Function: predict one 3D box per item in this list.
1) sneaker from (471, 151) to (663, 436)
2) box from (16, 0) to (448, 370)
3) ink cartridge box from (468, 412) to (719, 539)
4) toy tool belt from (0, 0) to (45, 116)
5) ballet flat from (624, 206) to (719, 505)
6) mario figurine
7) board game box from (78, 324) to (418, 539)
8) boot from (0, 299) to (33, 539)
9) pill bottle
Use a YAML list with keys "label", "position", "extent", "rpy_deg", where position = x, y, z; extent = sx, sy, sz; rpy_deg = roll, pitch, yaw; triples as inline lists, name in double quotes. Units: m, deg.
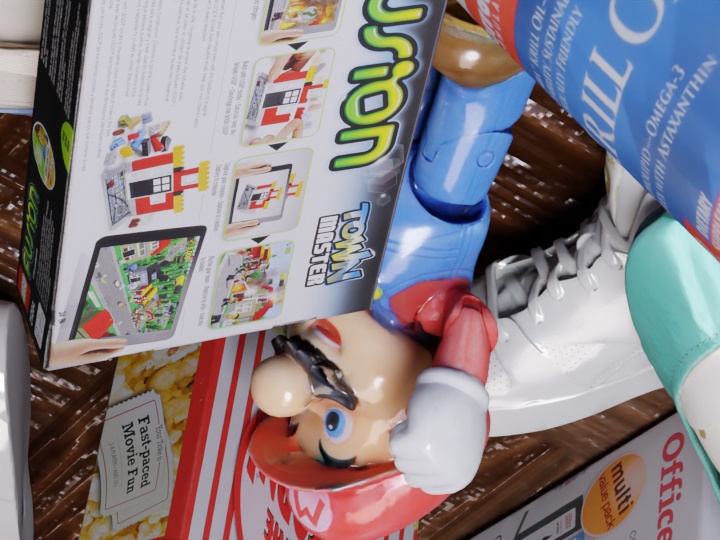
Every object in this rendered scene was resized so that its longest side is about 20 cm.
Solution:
- label: "sneaker"
  position: [0.085, -0.010, 0.995]
  extent: [0.200, 0.074, 0.116]
  rpy_deg: [-13, 134, 9]
- label: "box"
  position: [-0.036, -0.054, 0.804]
  extent: [0.110, 0.035, 0.200]
  rpy_deg: [-10, 143, -20]
- label: "ink cartridge box"
  position: [0.123, 0.175, 1.139]
  extent: [0.145, 0.147, 0.200]
  rpy_deg: [32, 134, -25]
- label: "toy tool belt"
  position: [-0.124, -0.090, 0.887]
  extent: [0.200, 0.125, 0.123]
  rpy_deg: [5, 146, 25]
- label: "ballet flat"
  position: [0.146, 0.057, 0.970]
  extent: [0.067, 0.070, 0.200]
  rpy_deg: [-19, 136, 11]
- label: "mario figurine"
  position: [0.000, 0.000, 0.933]
  extent: [0.106, 0.123, 0.200]
  rpy_deg: [10, 110, 2]
- label: "board game box"
  position: [-0.035, 0.081, 1.015]
  extent: [0.046, 0.200, 0.152]
  rpy_deg: [-15, 135, 25]
- label: "boot"
  position: [-0.181, 0.082, 1.137]
  extent: [0.090, 0.073, 0.200]
  rpy_deg: [3, 140, -3]
- label: "pill bottle"
  position: [0.090, -0.091, 0.794]
  extent: [0.112, 0.200, 0.112]
  rpy_deg: [-31, 149, -21]
